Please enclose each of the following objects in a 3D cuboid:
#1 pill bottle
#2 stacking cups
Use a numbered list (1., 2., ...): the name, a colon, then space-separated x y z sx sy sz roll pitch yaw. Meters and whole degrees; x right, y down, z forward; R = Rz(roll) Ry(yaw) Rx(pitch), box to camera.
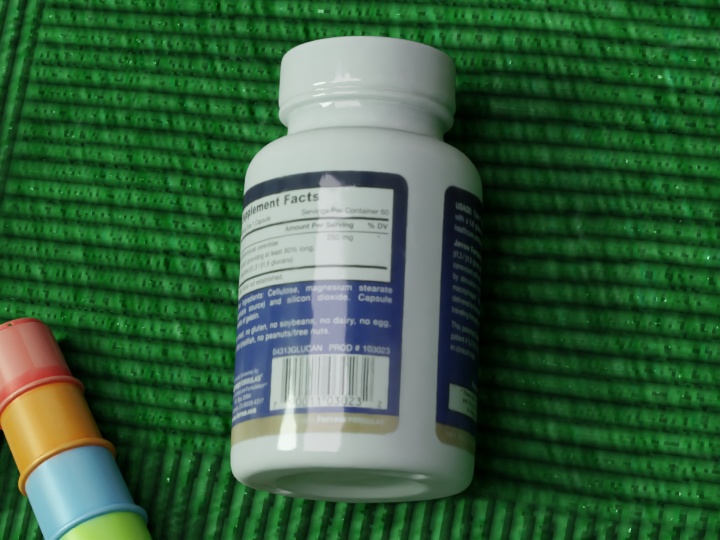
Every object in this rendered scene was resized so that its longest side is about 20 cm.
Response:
1. pill bottle: 0.000 0.000 1.299 0.111 0.111 0.200 -4 75 27
2. stacking cups: -0.138 0.115 1.374 0.060 0.060 0.200 -38 61 14
